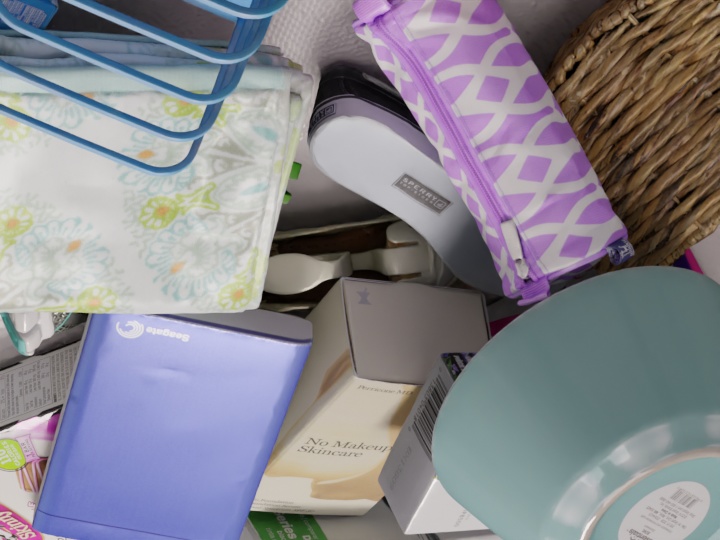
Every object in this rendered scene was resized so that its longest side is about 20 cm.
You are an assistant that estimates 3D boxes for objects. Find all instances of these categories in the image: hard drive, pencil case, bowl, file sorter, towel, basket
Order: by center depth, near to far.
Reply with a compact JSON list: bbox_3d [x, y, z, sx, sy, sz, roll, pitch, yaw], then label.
[{"bbox_3d":[-0.106,-0.149,1.075,0.138,0.123,0.200,23,155,-9],"label":"file sorter"},{"bbox_3d":[-0.136,-0.049,1.226,0.199,0.048,0.172,2,126,-18],"label":"towel"},{"bbox_3d":[0.072,-0.076,1.256,0.085,0.200,0.084,-29,178,-42],"label":"pencil case"},{"bbox_3d":[0.151,0.105,1.258,0.200,0.105,0.201,-16,136,-16],"label":"bowl"},{"bbox_3d":[0.192,-0.109,1.337,0.143,0.149,0.200,47,113,-4],"label":"basket"},{"bbox_3d":[-0.119,0.098,1.373,0.132,0.025,0.200,12,129,-12],"label":"hard drive"}]

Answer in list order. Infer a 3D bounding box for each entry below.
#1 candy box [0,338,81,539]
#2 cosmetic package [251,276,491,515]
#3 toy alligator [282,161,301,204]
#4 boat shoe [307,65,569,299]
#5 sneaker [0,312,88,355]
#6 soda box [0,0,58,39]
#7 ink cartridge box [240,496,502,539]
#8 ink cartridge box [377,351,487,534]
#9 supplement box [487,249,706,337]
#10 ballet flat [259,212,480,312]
[{"bbox_3d":[-0.202,0.125,1.449,0.199,0.061,0.137,-20,131,8],"label":"candy box"},{"bbox_3d":[-0.005,0.084,1.412,0.105,0.071,0.200,5,149,-24],"label":"cosmetic package"},{"bbox_3d":[-0.089,-0.021,1.323,0.200,0.054,0.059,-53,154,12],"label":"toy alligator"},{"bbox_3d":[0.050,-0.055,1.343,0.199,0.068,0.074,29,129,-22],"label":"boat shoe"},{"bbox_3d":[-0.174,-0.042,1.316,0.091,0.078,0.200,-16,139,-22],"label":"sneaker"},{"bbox_3d":[-0.244,-0.103,1.233,0.064,0.068,0.200,20,124,-31],"label":"soda box"},{"bbox_3d":[0.004,0.224,1.538,0.199,0.083,0.147,-4,121,-26],"label":"ink cartridge box"},{"bbox_3d":[0.121,0.104,1.356,0.199,0.050,0.109,1,132,-30],"label":"ink cartridge box"},{"bbox_3d":[0.147,0.068,1.458,0.200,0.101,0.103,-27,132,10],"label":"supplement box"},{"bbox_3d":[0.000,0.000,1.377,0.199,0.062,0.068,-9,93,-6],"label":"ballet flat"}]
